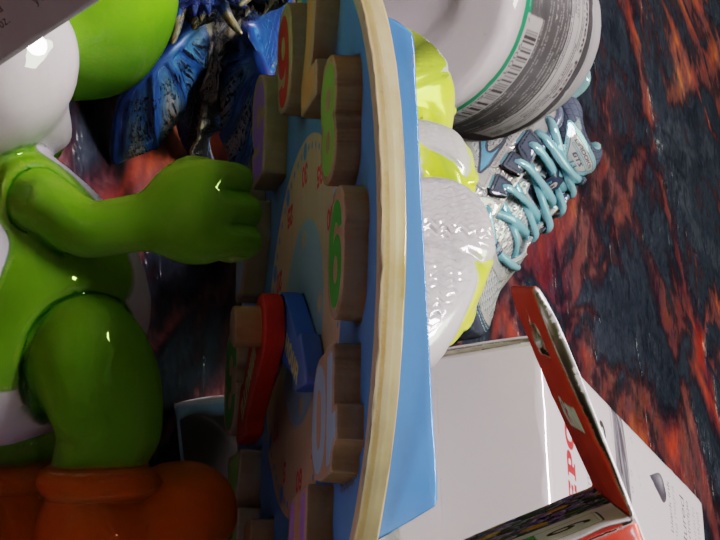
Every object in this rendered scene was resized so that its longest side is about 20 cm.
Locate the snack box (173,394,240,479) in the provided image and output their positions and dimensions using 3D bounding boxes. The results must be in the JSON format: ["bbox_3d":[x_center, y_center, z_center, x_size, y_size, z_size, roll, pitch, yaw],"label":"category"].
[{"bbox_3d":[-0.030,0.141,0.899,0.116,0.037,0.202,58,25,-87],"label":"snack box"}]

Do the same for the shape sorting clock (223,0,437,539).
[{"bbox_3d":[-0.016,0.015,0.746,0.200,0.039,0.202,180,-90,-77],"label":"shape sorting clock"}]

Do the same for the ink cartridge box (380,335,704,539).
[{"bbox_3d":[0.064,0.128,0.979,0.200,0.082,0.147,43,41,-58],"label":"ink cartridge box"}]

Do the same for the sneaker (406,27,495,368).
[{"bbox_3d":[0.000,0.000,0.953,0.201,0.075,0.106,-83,-171,-55],"label":"sneaker"}]

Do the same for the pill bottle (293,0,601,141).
[{"bbox_3d":[0.037,-0.113,1.150,0.200,0.112,0.114,1,82,-74],"label":"pill bottle"}]

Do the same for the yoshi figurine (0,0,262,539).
[{"bbox_3d":[-0.078,-0.023,0.745,0.112,0.112,0.201,-53,131,-78],"label":"yoshi figurine"}]

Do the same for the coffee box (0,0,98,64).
[{"bbox_3d":[-0.102,-0.162,0.639,0.201,0.080,0.113,56,24,-11],"label":"coffee box"}]

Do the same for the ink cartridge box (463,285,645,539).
[{"bbox_3d":[0.063,0.106,0.772,0.109,0.050,0.201,93,-25,-89],"label":"ink cartridge box"}]

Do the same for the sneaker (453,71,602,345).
[{"bbox_3d":[0.067,-0.049,1.266,0.201,0.086,0.078,-80,156,-45],"label":"sneaker"}]

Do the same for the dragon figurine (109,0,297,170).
[{"bbox_3d":[-0.050,-0.063,0.901,0.100,0.058,0.201,-81,-174,-45],"label":"dragon figurine"}]
